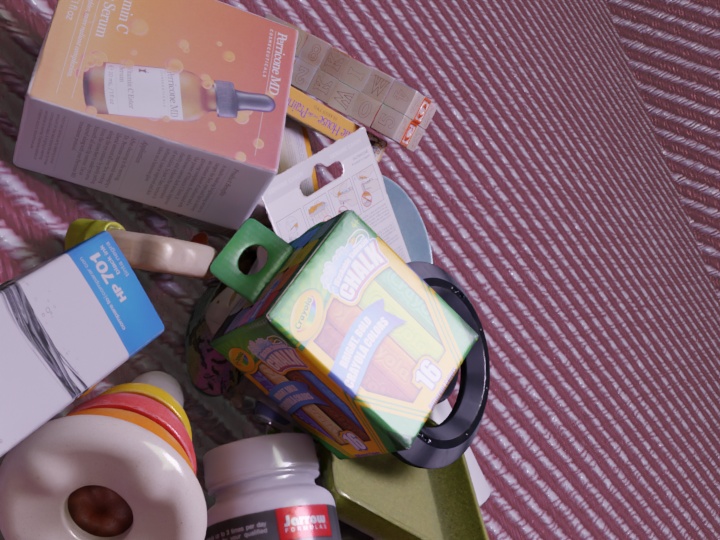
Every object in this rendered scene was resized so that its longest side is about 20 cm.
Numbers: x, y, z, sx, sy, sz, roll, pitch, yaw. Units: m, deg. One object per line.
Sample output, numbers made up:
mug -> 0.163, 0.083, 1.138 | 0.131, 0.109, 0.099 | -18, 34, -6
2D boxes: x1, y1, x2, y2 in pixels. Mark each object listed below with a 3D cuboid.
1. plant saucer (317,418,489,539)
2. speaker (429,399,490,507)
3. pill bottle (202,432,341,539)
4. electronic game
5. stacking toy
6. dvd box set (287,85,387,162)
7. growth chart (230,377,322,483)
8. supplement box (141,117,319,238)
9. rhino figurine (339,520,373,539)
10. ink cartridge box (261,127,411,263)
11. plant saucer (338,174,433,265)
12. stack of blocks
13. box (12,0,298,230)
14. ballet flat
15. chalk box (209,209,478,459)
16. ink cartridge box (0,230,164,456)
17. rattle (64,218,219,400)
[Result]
plant saucer -> 0.028, 0.197, 0.990 | 0.199, 0.048, 0.201 | 34, 22, -25
speaker -> 0.067, 0.172, 1.138 | 0.081, 0.081, 0.201 | -33, 98, -60
pill bottle -> -0.068, 0.242, 0.840 | 0.114, 0.113, 0.202 | 17, 56, -53
electronic game -> 0.064, 0.091, 1.008 | 0.199, 0.041, 0.202 | 13, 72, -46
stacking toy -> -0.171, 0.129, 0.770 | 0.147, 0.145, 0.200 | 55, 16, -18
dvd box set -> -0.079, -0.183, 1.113 | 0.146, 0.030, 0.199 | 33, 7, 40
growth chart -> -0.058, 0.136, 1.026 | 0.200, 0.018, 0.146 | 46, 36, -32
supplement box -> -0.129, -0.105, 1.022 | 0.199, 0.073, 0.127 | 21, 52, -53
rhino figurine -> -0.001, 0.315, 0.949 | 0.087, 0.060, 0.202 | 11, 60, -36
ink cartridge box -> -0.024, -0.013, 0.984 | 0.161, 0.050, 0.201 | -35, 109, -43
plant saucer -> 0.000, 0.000, 1.068 | 0.200, 0.038, 0.203 | 6, 82, -47
stack of blocks -> -0.016, -0.208, 1.157 | 0.199, 0.059, 0.115 | 31, 8, 18
box -> -0.168, -0.146, 0.861 | 0.198, 0.106, 0.154 | 15, 60, -18
ballet flat -> -0.110, 0.025, 0.961 | 0.069, 0.071, 0.201 | 31, 40, -12
chalk box -> -0.029, 0.041, 0.841 | 0.200, 0.124, 0.125 | 43, 61, -14
ink cartridge box -> -0.243, 0.067, 0.649 | 0.086, 0.146, 0.200 | 62, 30, -9
rattle -> -0.172, 0.029, 0.872 | 0.200, 0.129, 0.144 | 40, 41, -82
